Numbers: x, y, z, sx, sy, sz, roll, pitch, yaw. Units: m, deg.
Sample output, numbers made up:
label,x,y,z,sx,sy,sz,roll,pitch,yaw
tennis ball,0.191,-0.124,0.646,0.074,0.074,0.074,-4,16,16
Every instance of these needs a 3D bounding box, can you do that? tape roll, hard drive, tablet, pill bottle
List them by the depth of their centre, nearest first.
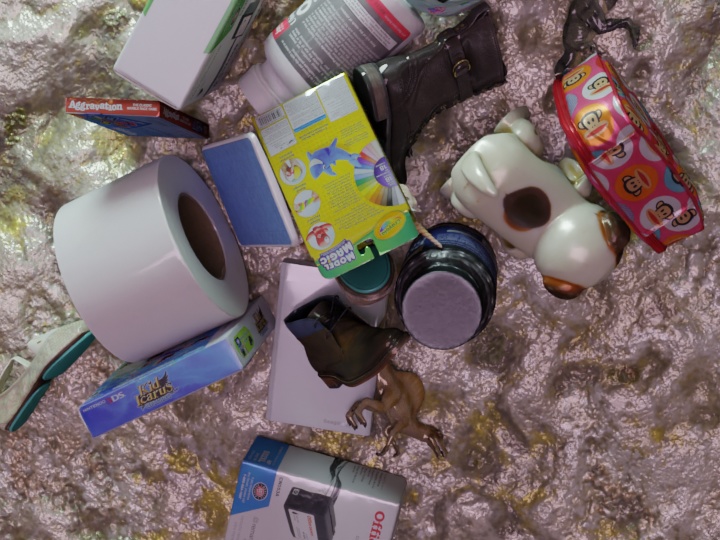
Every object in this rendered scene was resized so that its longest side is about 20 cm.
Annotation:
label,x,y,z,sx,sy,sz,roll,pitch,yaw
pill bottle,0.096,0.019,1.346,0.111,0.200,0.113,2,103,7
pill bottle,-0.036,-0.246,1.349,0.200,0.111,0.111,-40,95,14
tablet,-0.126,-0.087,1.368,0.014,0.200,0.131,-26,100,-20
tape roll,-0.235,-0.012,1.387,0.139,0.203,0.203,-24,99,12
hard drive,-0.040,0.093,1.474,0.131,0.026,0.201,8,104,6

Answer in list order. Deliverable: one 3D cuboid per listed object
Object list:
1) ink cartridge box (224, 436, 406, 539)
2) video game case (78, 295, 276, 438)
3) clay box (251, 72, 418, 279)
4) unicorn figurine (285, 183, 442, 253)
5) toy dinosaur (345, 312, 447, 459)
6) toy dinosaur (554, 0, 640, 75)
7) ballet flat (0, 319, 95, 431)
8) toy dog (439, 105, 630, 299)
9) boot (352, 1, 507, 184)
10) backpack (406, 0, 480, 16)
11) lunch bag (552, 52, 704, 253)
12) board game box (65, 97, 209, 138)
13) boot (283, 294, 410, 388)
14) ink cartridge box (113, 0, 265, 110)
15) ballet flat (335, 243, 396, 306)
label,x,y,z,sx,sy,sz,roll,pitch,yaw
ink cartridge box,-0.057,0.308,1.497,0.199,0.084,0.146,15,104,4
video game case,-0.209,0.109,1.422,0.199,0.181,0.046,-25,98,13
clay box,-0.023,-0.094,1.278,0.114,0.048,0.201,-25,73,5
unicorn figurine,-0.012,-0.072,1.347,0.137,0.200,0.074,-30,129,5
toy dinosaur,0.032,0.152,1.456,0.101,0.058,0.201,-35,111,-21
toy dinosaur,0.265,-0.288,1.332,0.088,0.047,0.201,9,101,13
ballet flat,-0.403,0.118,1.514,0.062,0.067,0.200,44,105,7
toy dog,0.201,-0.068,1.321,0.200,0.194,0.140,44,96,5
boot,0.088,-0.186,1.357,0.173,0.069,0.201,-24,140,-11
backpack,0.122,-0.358,1.287,0.200,0.127,0.167,-41,83,0
lunch bag,0.284,-0.133,1.298,0.082,0.177,0.200,-32,119,21
board game box,-0.243,-0.168,1.353,0.102,0.200,0.020,2,90,7
boot,-0.022,0.075,1.362,0.097,0.200,0.075,47,62,-8
ink cartridge box,-0.175,-0.267,1.320,0.084,0.200,0.146,30,106,-3
ballet flat,0.000,0.000,1.371,0.068,0.200,0.067,-25,122,-5
